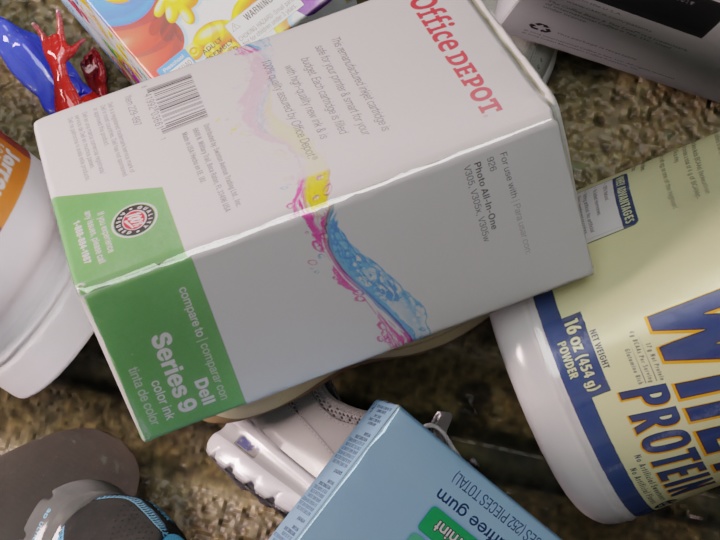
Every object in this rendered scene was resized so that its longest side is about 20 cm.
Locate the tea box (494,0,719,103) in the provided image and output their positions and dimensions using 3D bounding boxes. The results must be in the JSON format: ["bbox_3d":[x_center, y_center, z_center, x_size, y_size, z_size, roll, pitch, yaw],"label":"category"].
[{"bbox_3d":[0.191,-0.186,0.943,0.199,0.134,0.197,19,77,-7],"label":"tea box"}]

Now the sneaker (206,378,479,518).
[{"bbox_3d":[0.028,0.103,0.927,0.200,0.075,0.082,32,81,13],"label":"sneaker"}]

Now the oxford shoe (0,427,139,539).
[{"bbox_3d":[-0.180,0.151,0.943,0.071,0.071,0.200,40,65,13],"label":"oxford shoe"}]

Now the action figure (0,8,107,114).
[{"bbox_3d":[-0.146,-0.092,1.003,0.052,0.065,0.200,-41,77,4],"label":"action figure"}]

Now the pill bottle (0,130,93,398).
[{"bbox_3d":[-0.211,-0.030,0.931,0.200,0.112,0.112,37,78,-22],"label":"pill bottle"}]

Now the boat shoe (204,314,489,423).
[{"bbox_3d":[0.000,0.000,0.941,0.199,0.065,0.072,-24,47,-19],"label":"boat shoe"}]

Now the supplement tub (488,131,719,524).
[{"bbox_3d":[0.167,0.012,0.887,0.199,0.145,0.145,-23,73,13],"label":"supplement tub"}]

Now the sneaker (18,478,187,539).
[{"bbox_3d":[-0.130,0.191,0.876,0.082,0.073,0.201,10,82,50],"label":"sneaker"}]

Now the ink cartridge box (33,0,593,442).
[{"bbox_3d":[-0.021,-0.032,0.854,0.199,0.088,0.145,-22,34,-3],"label":"ink cartridge box"}]

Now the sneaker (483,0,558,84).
[{"bbox_3d":[0.014,-0.078,0.972,0.200,0.092,0.076,-38,74,-7],"label":"sneaker"}]

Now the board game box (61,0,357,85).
[{"bbox_3d":[-0.100,-0.161,0.999,0.103,0.105,0.200,-39,75,-6],"label":"board game box"}]

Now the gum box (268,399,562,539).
[{"bbox_3d":[0.014,0.183,0.821,0.170,0.045,0.200,40,83,-9],"label":"gum box"}]
